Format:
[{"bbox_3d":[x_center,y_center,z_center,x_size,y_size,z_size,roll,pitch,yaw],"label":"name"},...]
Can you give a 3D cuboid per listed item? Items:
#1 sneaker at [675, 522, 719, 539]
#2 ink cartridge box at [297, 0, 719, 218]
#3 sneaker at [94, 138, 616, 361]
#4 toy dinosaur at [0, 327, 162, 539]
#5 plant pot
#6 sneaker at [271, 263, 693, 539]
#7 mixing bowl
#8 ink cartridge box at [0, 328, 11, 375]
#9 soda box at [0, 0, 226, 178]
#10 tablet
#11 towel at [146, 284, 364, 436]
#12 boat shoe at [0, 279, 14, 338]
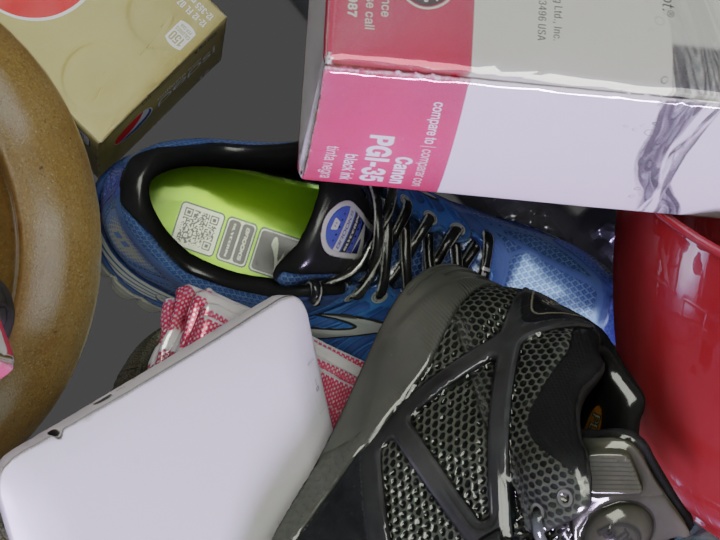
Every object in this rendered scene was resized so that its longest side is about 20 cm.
[{"bbox_3d":[0.109,0.119,0.996,0.199,0.074,0.082,12,72,-11],"label":"sneaker"},{"bbox_3d":[0.085,-0.098,0.890,0.199,0.083,0.147,6,64,-5],"label":"ink cartridge box"},{"bbox_3d":[0.000,0.000,0.993,0.199,0.089,0.079,12,80,-5],"label":"sneaker"},{"bbox_3d":[-0.111,0.094,0.958,0.200,0.102,0.077,-35,85,-3],"label":"toy dinosaur"},{"bbox_3d":[-0.190,-0.009,0.979,0.199,0.027,0.201,1,95,7],"label":"plant pot"},{"bbox_3d":[0.033,0.100,0.909,0.114,0.076,0.200,16,73,38],"label":"sneaker"},{"bbox_3d":[0.166,0.040,0.965,0.199,0.200,0.109,18,107,-2],"label":"mixing bowl"},{"bbox_3d":[-0.219,0.016,0.834,0.200,0.083,0.147,-35,57,15],"label":"ink cartridge box"},{"bbox_3d":[-0.142,-0.131,1.016,0.200,0.064,0.068,45,80,3],"label":"soda box"},{"bbox_3d":[-0.046,0.122,0.928,0.130,0.014,0.201,-30,119,-34],"label":"tablet"},{"bbox_3d":[-0.045,0.120,0.957,0.146,0.030,0.201,28,81,-42],"label":"towel"},{"bbox_3d":[-0.195,0.066,0.951,0.200,0.057,0.067,-37,84,14],"label":"boat shoe"}]
